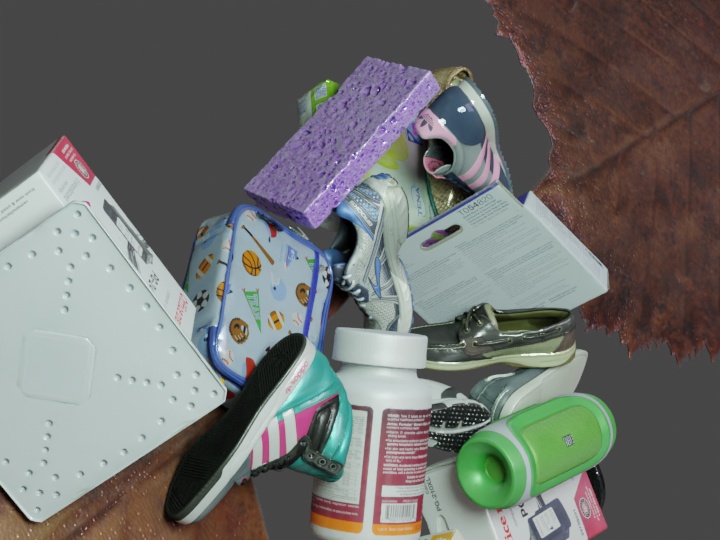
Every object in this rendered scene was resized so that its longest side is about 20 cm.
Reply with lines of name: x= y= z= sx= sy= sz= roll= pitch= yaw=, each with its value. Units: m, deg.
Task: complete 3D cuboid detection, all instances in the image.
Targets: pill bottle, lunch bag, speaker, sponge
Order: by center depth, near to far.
pill bottle: x=0.012 y=0.159 z=1.423 sx=0.109 sy=0.109 sz=0.201 roll=6 pitch=89 yaw=-46
lunch bag: x=-0.096 y=0.041 z=1.431 sx=0.160 sy=0.075 sz=0.201 roll=35 pitch=51 yaw=-35
sponge: x=-0.019 y=-0.132 z=1.498 sx=0.200 sy=0.111 sz=0.030 roll=-48 pitch=127 yaw=-14
speaker: x=0.186 y=0.185 z=1.536 sx=0.200 sy=0.088 sz=0.089 roll=-14 pitch=84 yaw=-49

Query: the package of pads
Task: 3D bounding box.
package of pads: x=0.019 y=-0.105 z=1.628 sx=0.199 sy=0.068 sz=0.155 roll=16 pitch=60 yaw=-42

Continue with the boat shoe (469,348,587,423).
boat shoe: x=0.191 y=0.122 z=1.644 sx=0.200 sy=0.062 sz=0.073 roll=-23 pitch=132 yaw=-52

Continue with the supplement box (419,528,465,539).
supplement box: x=0.099 y=0.381 z=1.489 sx=0.200 sy=0.073 sz=0.126 roll=56 pitch=42 yaw=-13

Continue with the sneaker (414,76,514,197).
sneaker: x=0.105 y=-0.114 z=1.539 sx=0.070 sy=0.082 sz=0.200 roll=52 pitch=-9 yaw=40

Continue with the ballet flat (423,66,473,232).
ballet flat: x=0.108 y=-0.141 z=1.640 sx=0.070 sy=0.065 sz=0.201 roll=15 pitch=60 yaw=-47

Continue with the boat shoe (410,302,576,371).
boat shoe: x=0.137 y=0.066 z=1.602 sx=0.072 sy=0.200 sz=0.066 roll=-97 pitch=-172 yaw=-61

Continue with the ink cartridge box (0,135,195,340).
ink cartridge box: x=-0.229 y=0.001 z=1.248 sx=0.200 sy=0.083 sz=0.145 roll=53 pitch=7 yaw=-15

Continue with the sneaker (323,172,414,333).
sneaker: x=0.000 y=0.000 z=1.535 sx=0.085 sy=0.077 sz=0.201 roll=-17 pitch=115 yaw=-26

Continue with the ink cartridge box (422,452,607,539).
ink cartridge box: x=0.165 y=0.253 z=1.610 sx=0.200 sy=0.084 sz=0.145 roll=-16 pitch=84 yaw=-49

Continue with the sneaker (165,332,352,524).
sneaker: x=-0.078 y=0.169 z=1.346 sx=0.121 sy=0.084 sz=0.200 roll=43 pitch=82 yaw=-27

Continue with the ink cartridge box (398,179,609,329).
ink cartridge box: x=0.134 y=-0.006 z=1.607 sx=0.200 sy=0.199 sz=0.041 roll=42 pitch=36 yaw=-30

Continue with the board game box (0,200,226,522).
board game box: x=-0.241 y=0.073 z=1.179 sx=0.200 sy=0.199 sz=0.026 roll=54 pitch=10 yaw=-15

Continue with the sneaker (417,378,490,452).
sneaker: x=0.036 y=0.147 z=1.544 sx=0.199 sy=0.080 sz=0.074 roll=12 pitch=105 yaw=-31

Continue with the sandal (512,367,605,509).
sandal: x=0.237 y=0.201 z=1.727 sx=0.045 sy=0.075 sz=0.201 roll=-12 pitch=79 yaw=-59
